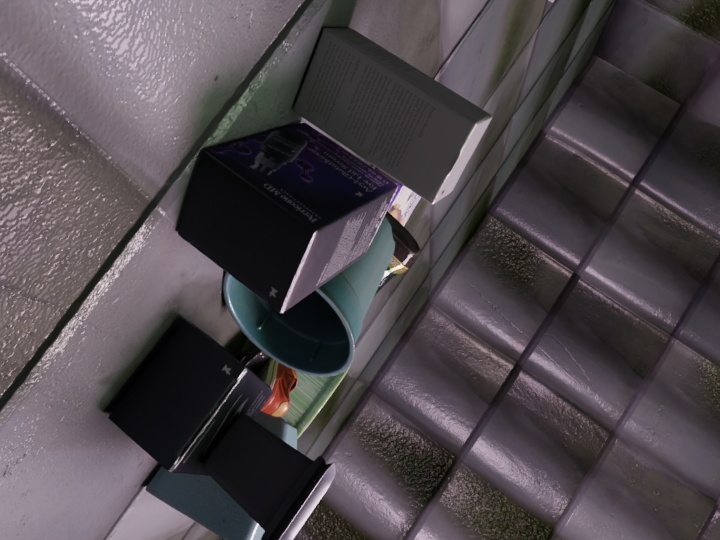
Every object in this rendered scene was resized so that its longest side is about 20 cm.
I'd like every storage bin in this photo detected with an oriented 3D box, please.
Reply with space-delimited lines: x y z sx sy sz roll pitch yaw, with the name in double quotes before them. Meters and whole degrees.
"storage bin" -0.126 0.281 0.868 0.146 0.133 0.201 -52 167 -18

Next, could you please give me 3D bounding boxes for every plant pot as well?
"plant pot" -0.208 0.331 1.137 0.203 0.193 0.196 -61 169 -15
"plant pot" -0.055 0.002 0.912 0.197 0.197 0.202 -57 171 -39

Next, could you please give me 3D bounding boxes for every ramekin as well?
"ramekin" -0.116 0.249 1.408 0.201 0.097 0.200 -53 178 -2

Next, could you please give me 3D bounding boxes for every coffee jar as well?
"coffee jar" 0.000 0.000 1.072 0.200 0.104 0.086 -45 -163 10

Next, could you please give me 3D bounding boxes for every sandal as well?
"sandal" -0.215 0.170 1.026 0.200 0.048 0.076 -40 163 -26

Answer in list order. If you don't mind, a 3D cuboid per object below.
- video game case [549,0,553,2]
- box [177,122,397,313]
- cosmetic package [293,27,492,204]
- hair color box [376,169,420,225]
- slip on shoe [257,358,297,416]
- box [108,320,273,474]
"video game case" 0.518 -0.761 1.577 0.201 0.018 0.143 -54 167 -11
"box" -0.073 -0.067 0.722 0.200 0.147 0.105 -37 159 -57
"cosmetic package" 0.034 -0.175 0.737 0.071 0.198 0.103 -34 157 -58
"hair color box" 0.057 -0.130 1.272 0.111 0.064 0.199 -59 166 15
"slip on shoe" -0.134 0.175 1.090 0.074 0.061 0.201 -50 -168 16
"box" -0.210 0.173 0.864 0.149 0.103 0.201 -53 167 -15
